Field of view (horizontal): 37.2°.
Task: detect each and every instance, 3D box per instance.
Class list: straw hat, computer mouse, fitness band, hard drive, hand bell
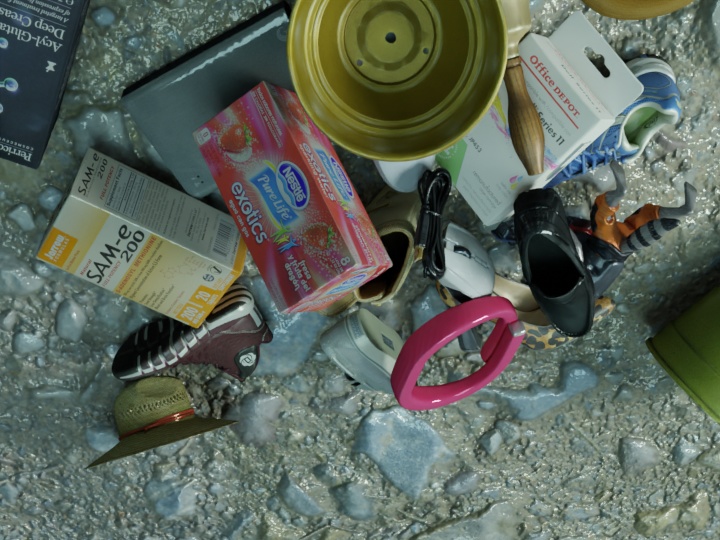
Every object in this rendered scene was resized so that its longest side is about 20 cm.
[{"bbox_3d":[-0.255,0.174,1.313,0.198,0.201,0.086,-18,84,10],"label":"straw hat"},{"bbox_3d":[0.107,-0.015,1.125,0.043,0.111,0.200,-5,155,23],"label":"computer mouse"},{"bbox_3d":[0.107,0.098,1.202,0.142,0.038,0.201,-15,151,-20],"label":"fitness band"},{"bbox_3d":[-0.127,-0.172,1.109,0.198,0.033,0.140,-25,123,15],"label":"hard drive"},{"bbox_3d":[0.143,-0.190,1.017,0.102,0.104,0.203,-13,99,7],"label":"hand bell"}]

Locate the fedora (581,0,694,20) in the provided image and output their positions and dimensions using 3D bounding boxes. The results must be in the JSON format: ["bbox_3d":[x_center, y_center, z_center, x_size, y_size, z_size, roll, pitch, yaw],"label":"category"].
[{"bbox_3d":[0.264,-0.335,0.980,0.197,0.082,0.203,-3,121,-4],"label":"fedora"}]

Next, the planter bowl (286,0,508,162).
[{"bbox_3d":[0.031,-0.208,0.977,0.197,0.084,0.204,-1,110,-3],"label":"planter bowl"}]

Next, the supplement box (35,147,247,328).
[{"bbox_3d":[-0.234,-0.030,1.163,0.198,0.074,0.126,25,137,-19],"label":"supplement box"}]

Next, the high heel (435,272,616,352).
[{"bbox_3d":[0.189,0.023,1.238,0.197,0.072,0.144,-12,128,14],"label":"high heel"}]

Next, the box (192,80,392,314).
[{"bbox_3d":[-0.064,-0.068,1.040,0.094,0.102,0.202,-31,78,19],"label":"box"}]

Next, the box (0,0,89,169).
[{"bbox_3d":[-0.346,-0.225,1.017,0.146,0.108,0.202,17,124,-15],"label":"box"}]

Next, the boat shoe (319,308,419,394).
[{"bbox_3d":[0.011,0.106,1.266,0.071,0.071,0.201,-23,148,14],"label":"boat shoe"}]

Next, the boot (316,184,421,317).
[{"bbox_3d":[0.000,0.000,1.156,0.073,0.156,0.200,39,115,-11],"label":"boot"}]

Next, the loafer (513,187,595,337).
[{"bbox_3d":[0.197,0.006,1.089,0.067,0.071,0.202,-9,134,19],"label":"loafer"}]

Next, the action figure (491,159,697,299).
[{"bbox_3d":[0.243,-0.025,1.141,0.198,0.106,0.194,-1,140,-37],"label":"action figure"}]

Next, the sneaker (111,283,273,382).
[{"bbox_3d":[-0.192,0.106,1.282,0.198,0.076,0.116,-26,126,15],"label":"sneaker"}]

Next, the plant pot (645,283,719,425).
[{"bbox_3d":[0.469,0.080,1.233,0.199,0.201,0.194,33,106,-23],"label":"plant pot"}]

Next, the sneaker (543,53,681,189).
[{"bbox_3d":[0.244,-0.140,1.115,0.199,0.078,0.075,-39,131,25],"label":"sneaker"}]

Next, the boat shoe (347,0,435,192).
[{"bbox_3d":[0.017,-0.181,1.082,0.074,0.086,0.205,-25,112,-13],"label":"boat shoe"}]

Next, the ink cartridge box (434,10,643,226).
[{"bbox_3d":[0.172,-0.155,1.080,0.200,0.067,0.118,-44,78,25],"label":"ink cartridge box"}]
